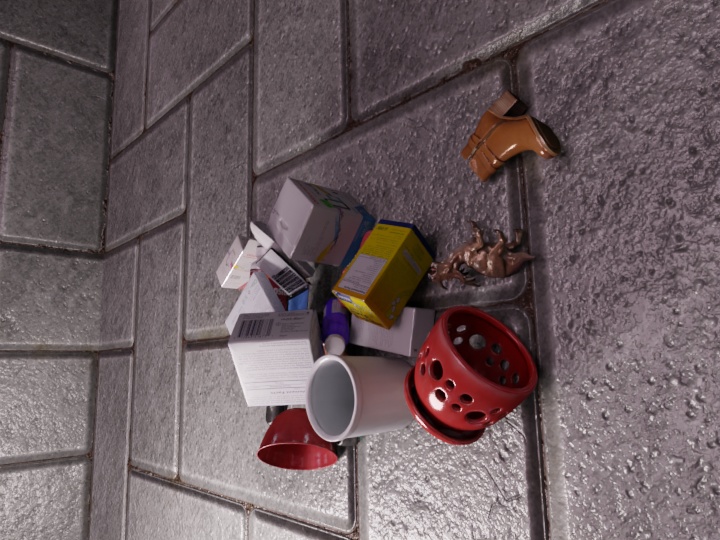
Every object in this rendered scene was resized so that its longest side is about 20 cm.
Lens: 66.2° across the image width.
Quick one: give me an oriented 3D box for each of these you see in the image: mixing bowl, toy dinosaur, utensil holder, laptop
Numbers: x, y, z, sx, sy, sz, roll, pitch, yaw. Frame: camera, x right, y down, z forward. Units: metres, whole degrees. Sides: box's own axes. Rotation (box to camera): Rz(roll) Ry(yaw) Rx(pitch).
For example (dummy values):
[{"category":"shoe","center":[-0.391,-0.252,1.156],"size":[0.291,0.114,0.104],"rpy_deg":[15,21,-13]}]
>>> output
[{"category":"mixing bowl","center":[-0.151,0.411,1.368],"size":[0.199,0.199,0.110],"rpy_deg":[-34,40,40]},{"category":"toy dinosaur","center":[0.240,-0.017,1.058],"size":[0.198,0.085,0.138],"rpy_deg":[14,105,32]},{"category":"utensil holder","center":[0.009,0.266,1.181],"size":[0.169,0.198,0.173],"rpy_deg":[-9,78,48]},{"category":"laptop","center":[-0.203,0.069,1.374],"size":[0.116,0.200,0.187],"rpy_deg":[-51,10,-23]}]

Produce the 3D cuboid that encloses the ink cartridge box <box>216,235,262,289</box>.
[{"category":"ink cartridge box","center":[-0.342,-0.035,1.682],"size":[0.201,0.115,0.068],"rpy_deg":[-52,50,29]}]

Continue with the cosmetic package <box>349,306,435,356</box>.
[{"category":"cosmetic package","center":[0.067,0.126,1.232],"size":[0.199,0.071,0.103],"rpy_deg":[5,89,49]}]

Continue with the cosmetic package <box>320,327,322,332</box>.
[{"category":"cosmetic package","center":[-0.170,0.238,1.481],"size":[0.105,0.070,0.203],"rpy_deg":[27,104,47]}]

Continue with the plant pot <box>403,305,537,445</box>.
[{"category":"plant pot","center":[0.187,0.194,1.000],"size":[0.183,0.198,0.202],"rpy_deg":[-57,47,34]}]

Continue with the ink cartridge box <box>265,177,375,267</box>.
[{"category":"ink cartridge box","center":[-0.100,-0.114,1.358],"size":[0.147,0.198,0.147],"rpy_deg":[47,118,40]}]

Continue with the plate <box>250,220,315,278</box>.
[{"category":"plate","center":[-0.201,-0.050,1.419],"size":[0.032,0.200,0.200],"rpy_deg":[-48,5,1]}]

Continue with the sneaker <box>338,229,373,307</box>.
[{"category":"sneaker","center":[0.000,0.000,1.314],"size":[0.073,0.086,0.203],"rpy_deg":[20,99,46]}]

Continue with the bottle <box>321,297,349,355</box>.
[{"category":"bottle","center":[-0.058,0.134,1.300],"size":[0.200,0.064,0.085],"rpy_deg":[-93,-2,-72]}]

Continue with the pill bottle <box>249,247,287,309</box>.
[{"category":"pill bottle","center":[-0.265,0.038,1.586],"size":[0.112,0.112,0.203],"rpy_deg":[-3,83,48]}]

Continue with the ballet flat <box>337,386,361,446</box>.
[{"category":"ballet flat","center":[-0.048,0.319,1.288],"size":[0.068,0.067,0.203],"rpy_deg":[-159,57,-80]}]

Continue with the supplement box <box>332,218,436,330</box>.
[{"category":"supplement box","center":[0.052,0.005,1.177],"size":[0.108,0.110,0.201],"rpy_deg":[15,64,48]}]

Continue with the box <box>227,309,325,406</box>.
[{"category":"box","center":[-0.179,0.200,1.252],"size":[0.105,0.181,0.202],"rpy_deg":[-84,-11,-56]}]

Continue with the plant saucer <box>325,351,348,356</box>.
[{"category":"plant saucer","center":[-0.088,0.258,1.372],"size":[0.198,0.037,0.203],"rpy_deg":[8,105,32]}]

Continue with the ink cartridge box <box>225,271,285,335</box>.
[{"category":"ink cartridge box","center":[-0.257,0.142,1.391],"size":[0.197,0.043,0.201],"rpy_deg":[-53,56,31]}]

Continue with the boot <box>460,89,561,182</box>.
[{"category":"boot","center":[0.280,-0.229,1.048],"size":[0.155,0.073,0.201],"rpy_deg":[-52,38,28]}]

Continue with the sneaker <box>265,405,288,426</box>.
[{"category":"sneaker","center":[-0.230,0.303,1.425],"size":[0.073,0.081,0.203],"rpy_deg":[6,89,48]}]
